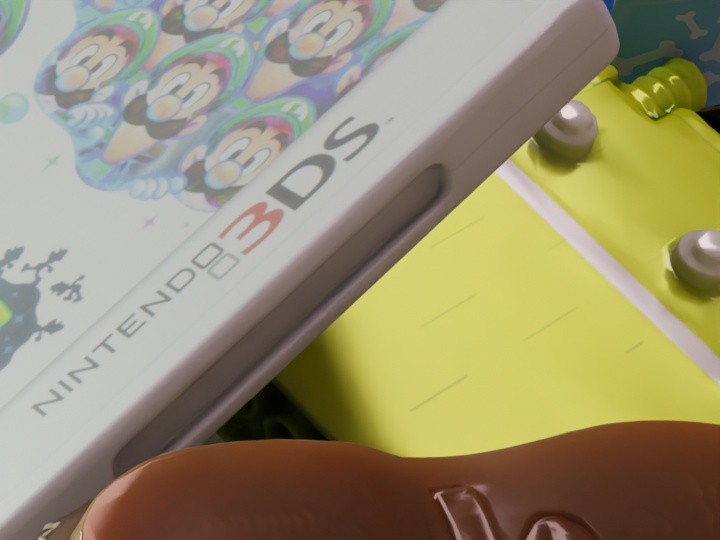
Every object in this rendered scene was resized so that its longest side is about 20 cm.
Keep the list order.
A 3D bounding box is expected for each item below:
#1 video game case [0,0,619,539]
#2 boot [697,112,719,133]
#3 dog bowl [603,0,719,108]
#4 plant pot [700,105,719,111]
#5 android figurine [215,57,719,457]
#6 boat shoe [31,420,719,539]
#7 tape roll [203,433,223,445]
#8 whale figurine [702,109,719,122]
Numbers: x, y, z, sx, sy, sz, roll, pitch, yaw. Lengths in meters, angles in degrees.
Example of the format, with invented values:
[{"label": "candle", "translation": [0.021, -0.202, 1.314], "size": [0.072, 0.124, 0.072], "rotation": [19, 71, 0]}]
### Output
[{"label": "video game case", "translation": [-0.073, -0.028, 0.586], "size": [0.200, 0.182, 0.024], "rotation": [32, -20, 45]}, {"label": "boot", "translation": [0.071, -0.054, 0.878], "size": [0.077, 0.139, 0.200], "rotation": [-39, 25, -16]}, {"label": "dog bowl", "translation": [0.038, -0.085, 0.718], "size": [0.199, 0.050, 0.112], "rotation": [-4, 44, 14]}, {"label": "plant pot", "translation": [0.077, -0.185, 0.813], "size": [0.199, 0.199, 0.201], "rotation": [0, 40, 0]}, {"label": "android figurine", "translation": [0.027, 0.010, 0.609], "size": [0.200, 0.041, 0.182], "rotation": [-28, 64, -35]}, {"label": "boat shoe", "translation": [0.025, 0.069, 0.505], "size": [0.199, 0.070, 0.071], "rotation": [7, 53, -26]}, {"label": "tape roll", "translation": [0.000, 0.000, 0.749], "size": [0.202, 0.071, 0.202], "rotation": [13, 14, -3]}, {"label": "whale figurine", "translation": [0.179, -0.055, 0.911], "size": [0.200, 0.104, 0.159], "rotation": [37, -14, 15]}]
